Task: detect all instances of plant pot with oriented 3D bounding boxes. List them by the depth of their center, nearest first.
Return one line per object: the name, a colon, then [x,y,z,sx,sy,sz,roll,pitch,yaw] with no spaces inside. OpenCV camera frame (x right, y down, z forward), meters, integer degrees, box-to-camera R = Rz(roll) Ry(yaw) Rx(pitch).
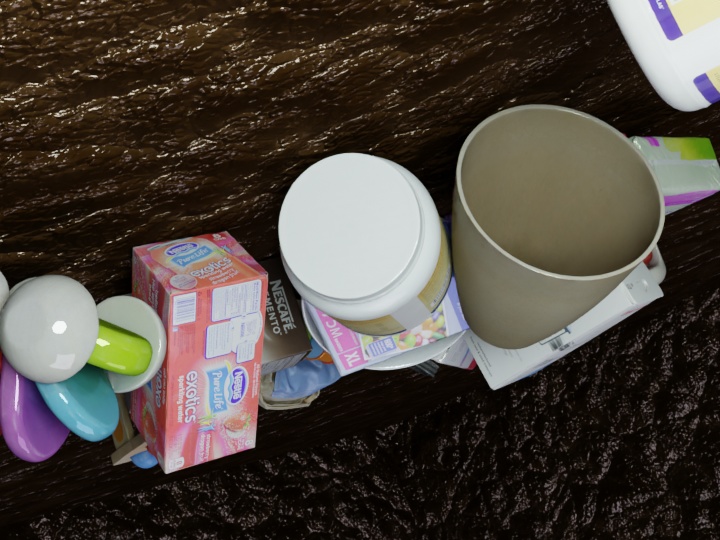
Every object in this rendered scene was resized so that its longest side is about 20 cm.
plant pot: [0.158,-0.016,1.010,0.185,0.189,0.201,-14,150,-19]

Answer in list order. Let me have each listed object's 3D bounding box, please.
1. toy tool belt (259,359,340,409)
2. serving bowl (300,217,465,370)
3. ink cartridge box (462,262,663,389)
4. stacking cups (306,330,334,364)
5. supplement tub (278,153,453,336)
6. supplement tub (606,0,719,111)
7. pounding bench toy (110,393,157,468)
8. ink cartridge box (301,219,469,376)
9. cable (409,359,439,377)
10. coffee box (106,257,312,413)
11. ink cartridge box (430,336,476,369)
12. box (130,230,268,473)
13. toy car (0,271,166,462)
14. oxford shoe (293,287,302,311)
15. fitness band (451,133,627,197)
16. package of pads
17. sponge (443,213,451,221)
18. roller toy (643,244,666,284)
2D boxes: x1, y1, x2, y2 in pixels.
toy tool belt: [-0.077,0.129,1.546,0.198,0.127,0.122,-11,174,-34]
serving bowl: [0.031,0.010,1.176,0.197,0.066,0.202,-4,124,-6]
ink cartridge box: [0.240,0.051,1.282,0.199,0.086,0.146,-37,166,25]
stacking cups: [-0.072,0.086,1.436,0.060,0.061,0.199,-25,156,26]
supplement tub: [0.007,-0.021,0.984,0.143,0.146,0.200,-20,167,6]
supplement tub: [0.238,-0.193,0.596,0.198,0.147,0.145,-25,166,26]
pounding bench toy: [-0.210,0.144,1.331,0.198,0.158,0.124,-10,165,-35]
ink cartridge box: [0.048,0.026,1.127,0.198,0.042,0.120,-22,125,4]
cable: [0.008,0.072,1.362,0.198,0.051,0.097,19,164,20]
coffee box: [-0.167,0.068,1.176,0.198,0.116,0.080,-15,167,-22]
ink cartridge box: [0.083,0.055,1.386,0.086,0.147,0.200,-60,163,0]
box: [-0.156,0.077,1.033,0.102,0.095,0.202,-12,124,-29]
toy car: [-0.270,0.079,0.896,0.197,0.152,0.175,11,173,18]
oxford shoe: [0.000,0.000,1.235,0.198,0.073,0.084,-27,156,20]
fitness band: [0.195,-0.101,1.168,0.198,0.038,0.143,-21,167,13]
package of pads: [0.273,-0.081,1.133,0.154,0.069,0.199,-27,167,38]
sponge: [0.152,-0.004,1.340,0.030,0.113,0.200,-21,167,17]
roller toy: [0.299,-0.019,1.429,0.198,0.141,0.182,-23,178,1]
